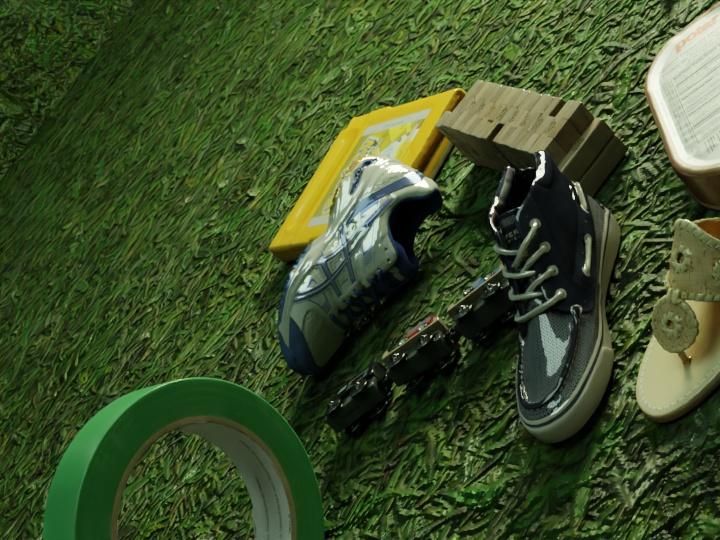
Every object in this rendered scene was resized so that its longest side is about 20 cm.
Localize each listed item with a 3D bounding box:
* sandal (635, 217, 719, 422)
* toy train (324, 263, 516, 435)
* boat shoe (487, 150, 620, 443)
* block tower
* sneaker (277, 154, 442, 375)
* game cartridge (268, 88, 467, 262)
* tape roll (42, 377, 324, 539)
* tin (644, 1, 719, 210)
[{"bbox_3d":[0.214,-0.016,0.747,0.212,0.069,0.078,-50,25,-1],"label":"sandal"},{"bbox_3d":[0.049,0.059,0.961,0.199,0.034,0.046,-38,14,25],"label":"toy train"},{"bbox_3d":[0.117,0.011,0.841,0.074,0.093,0.202,-29,31,36],"label":"boat shoe"},{"bbox_3d":[0.134,-0.109,1.032,0.058,0.054,0.200,-50,25,-5],"label":"block tower"},{"bbox_3d":[0.000,0.000,1.075,0.087,0.075,0.202,21,86,34],"label":"sneaker"},{"bbox_3d":[0.006,-0.090,1.242,0.199,0.032,0.178,-5,50,55],"label":"game cartridge"},{"bbox_3d":[-0.115,0.177,0.864,0.048,0.200,0.202,-17,40,47],"label":"tape roll"},{"bbox_3d":[0.255,-0.120,0.868,0.111,0.042,0.201,-34,28,21],"label":"tin"}]
